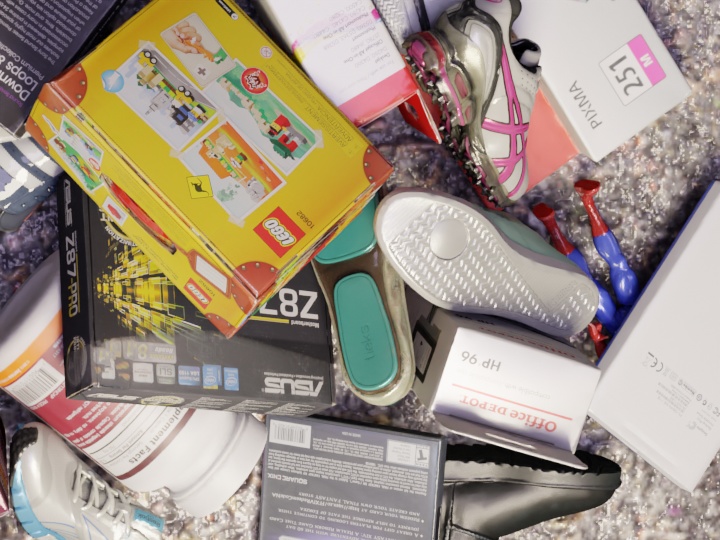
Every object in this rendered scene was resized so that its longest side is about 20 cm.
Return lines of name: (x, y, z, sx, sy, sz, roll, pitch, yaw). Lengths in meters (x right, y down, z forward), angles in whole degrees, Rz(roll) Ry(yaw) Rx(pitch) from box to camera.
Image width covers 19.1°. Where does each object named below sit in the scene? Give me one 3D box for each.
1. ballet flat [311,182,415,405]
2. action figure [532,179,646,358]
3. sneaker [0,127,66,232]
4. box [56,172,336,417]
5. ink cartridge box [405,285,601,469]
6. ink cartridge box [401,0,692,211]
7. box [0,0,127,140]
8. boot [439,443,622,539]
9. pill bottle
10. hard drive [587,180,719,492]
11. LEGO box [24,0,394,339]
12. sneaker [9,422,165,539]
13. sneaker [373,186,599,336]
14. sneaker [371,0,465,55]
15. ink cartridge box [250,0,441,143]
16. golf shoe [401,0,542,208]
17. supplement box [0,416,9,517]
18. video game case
ballet flat: (0.000, 0.000, 1.533, 0.067, 0.062, 0.202, -11, 78, 17)
action figure: (0.199, 0.031, 1.634, 0.065, 0.052, 0.201, -31, 108, -8)
sneaker: (-0.225, -0.074, 1.515, 0.198, 0.075, 0.085, -6, 103, 0)
box: (-0.114, 0.016, 1.500, 0.199, 0.049, 0.162, 8, 72, -34)
ink cartridge box: (0.098, 0.072, 1.542, 0.115, 0.200, 0.068, 16, 99, -14)
ink cartridge box: (0.122, -0.164, 1.577, 0.173, 0.044, 0.201, -36, 106, -3)
box: (-0.231, -0.211, 1.467, 0.143, 0.036, 0.200, 37, 85, 3)
boot: (0.098, 0.218, 1.641, 0.197, 0.073, 0.164, 2, 100, -4)
pill bottle: (-0.168, 0.085, 1.539, 0.200, 0.113, 0.113, 41, 92, -17)
hard drive: (0.260, 0.051, 1.628, 0.132, 0.025, 0.201, 37, 82, -30)
LEGO box: (-0.101, -0.082, 1.443, 0.200, 0.077, 0.149, 46, 61, 2)
sneaker: (-0.188, 0.174, 1.539, 0.086, 0.075, 0.201, -9, 137, 14)
sneaker: (0.070, -0.018, 1.552, 0.200, 0.118, 0.074, 25, 99, -34)
sneaker: (0.034, -0.261, 1.502, 0.114, 0.075, 0.201, -25, 84, -3)
ink cartridge box: (-0.025, -0.168, 1.508, 0.067, 0.116, 0.201, -30, 106, -4)
golf shoe: (0.099, -0.117, 1.512, 0.092, 0.073, 0.200, -34, 147, -5)
supplement box: (-0.308, 0.118, 1.472, 0.110, 0.200, 0.086, -19, 105, -6)
video game case: (-0.010, 0.212, 1.606, 0.142, 0.019, 0.202, 8, 101, 21)
